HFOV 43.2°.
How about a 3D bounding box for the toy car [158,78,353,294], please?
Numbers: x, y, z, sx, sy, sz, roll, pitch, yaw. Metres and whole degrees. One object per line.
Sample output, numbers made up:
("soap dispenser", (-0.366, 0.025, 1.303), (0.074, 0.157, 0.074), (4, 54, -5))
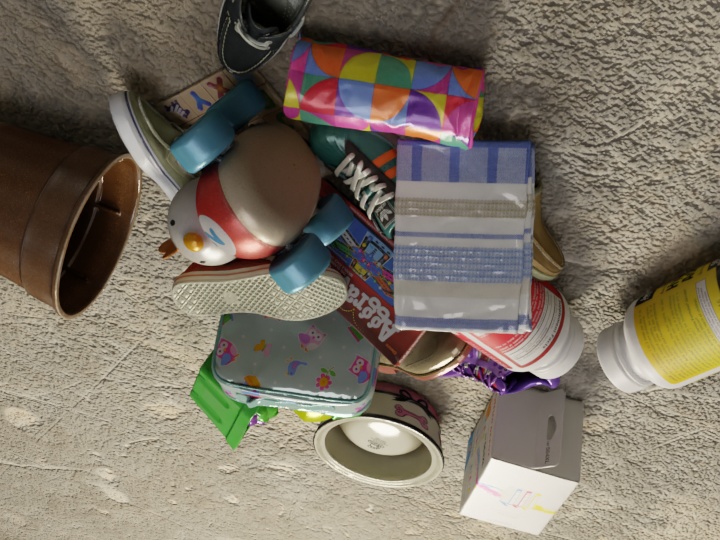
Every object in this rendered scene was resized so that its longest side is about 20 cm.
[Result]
("toy car", (-0.145, -0.055, 0.942), (0.199, 0.177, 0.185), (-31, 108, 28))

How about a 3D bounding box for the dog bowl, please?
("dog bowl", (0.032, 0.243, 1.358), (0.197, 0.074, 0.202), (8, 140, 7))

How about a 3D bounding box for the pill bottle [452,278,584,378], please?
("pill bottle", (0.169, 0.047, 1.050), (0.112, 0.114, 0.199), (-26, 135, 38))

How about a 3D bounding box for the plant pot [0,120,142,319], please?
("plant pot", (-0.382, -0.075, 1.037), (0.196, 0.202, 0.201), (22, 141, 3))

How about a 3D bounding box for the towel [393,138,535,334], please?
("towel", (0.106, -0.033, 0.929), (0.144, 0.024, 0.203), (1, 102, 5))

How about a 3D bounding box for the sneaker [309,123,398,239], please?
("sneaker", (0.027, -0.088, 0.967), (0.199, 0.081, 0.071), (32, 137, -15))

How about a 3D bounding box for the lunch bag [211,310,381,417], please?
("lunch bag", (-0.073, 0.086, 1.060), (0.197, 0.163, 0.077), (8, 162, 5))

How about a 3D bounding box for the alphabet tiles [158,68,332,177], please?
("alphabet tiles", (-0.149, -0.139, 1.022), (0.198, 0.008, 0.167), (-18, 130, 32))

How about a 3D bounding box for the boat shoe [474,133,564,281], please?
("boat shoe", (0.165, -0.066, 0.968), (0.076, 0.072, 0.199), (-36, 121, 27))

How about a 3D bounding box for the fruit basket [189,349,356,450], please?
("fruit basket", (-0.088, 0.135, 1.159), (0.213, 0.218, 0.156), (21, 146, -8))

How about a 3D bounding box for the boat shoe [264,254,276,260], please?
("boat shoe", (-0.035, -0.023, 1.073), (0.199, 0.061, 0.072), (5, 167, 14))

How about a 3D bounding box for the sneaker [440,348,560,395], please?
("sneaker", (0.163, 0.119, 1.167), (0.197, 0.084, 0.081), (-4, 137, 23))

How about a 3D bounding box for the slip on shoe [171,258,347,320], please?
("slip on shoe", (-0.110, 0.012, 1.006), (0.197, 0.062, 0.075), (-1, 128, 13))

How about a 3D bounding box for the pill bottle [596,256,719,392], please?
("pill bottle", (0.368, 0.066, 1.020), (0.111, 0.112, 0.199), (34, 136, -22))

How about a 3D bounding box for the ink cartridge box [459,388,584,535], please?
("ink cartridge box", (0.227, 0.258, 1.272), (0.123, 0.130, 0.201), (14, 140, 0))

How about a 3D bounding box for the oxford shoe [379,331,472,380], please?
("oxford shoe", (0.060, 0.090, 1.146), (0.075, 0.071, 0.199), (44, 148, -24))

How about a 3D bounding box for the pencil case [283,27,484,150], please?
("pencil case", (0.021, -0.172, 0.877), (0.197, 0.089, 0.089), (12, 141, 6))

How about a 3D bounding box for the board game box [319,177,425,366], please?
("board game box", (0.000, 0.000, 1.005), (0.200, 0.019, 0.103), (42, 104, 19))

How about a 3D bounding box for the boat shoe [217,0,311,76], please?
("boat shoe", (-0.088, -0.244, 0.839), (0.075, 0.061, 0.200), (25, 139, -13))

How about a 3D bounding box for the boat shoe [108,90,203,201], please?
("boat shoe", (-0.203, -0.126, 1.008), (0.061, 0.073, 0.201), (-25, 135, 8))
